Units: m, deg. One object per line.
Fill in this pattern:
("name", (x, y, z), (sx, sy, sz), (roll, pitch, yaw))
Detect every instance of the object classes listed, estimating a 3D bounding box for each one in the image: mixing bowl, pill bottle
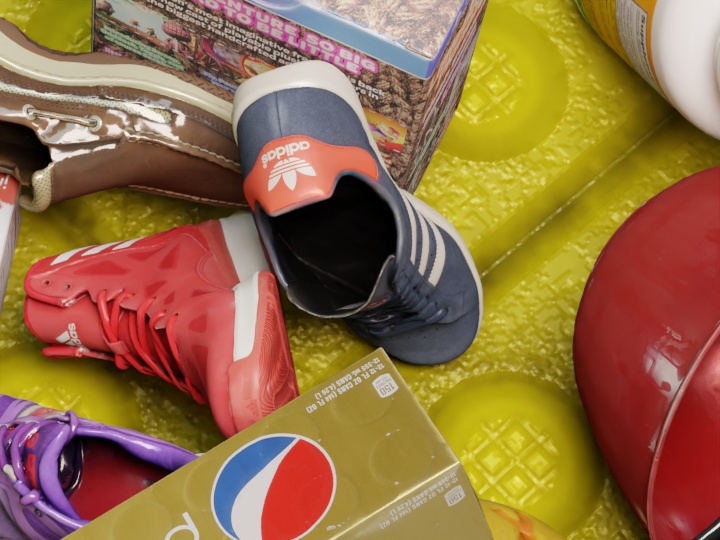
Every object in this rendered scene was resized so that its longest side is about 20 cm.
("mixing bowl", (0.169, 0.028, 1.203), (0.200, 0.200, 0.108), (-33, 49, -19))
("pill bottle", (0.176, -0.123, 1.243), (0.111, 0.111, 0.200), (-10, 25, -11))

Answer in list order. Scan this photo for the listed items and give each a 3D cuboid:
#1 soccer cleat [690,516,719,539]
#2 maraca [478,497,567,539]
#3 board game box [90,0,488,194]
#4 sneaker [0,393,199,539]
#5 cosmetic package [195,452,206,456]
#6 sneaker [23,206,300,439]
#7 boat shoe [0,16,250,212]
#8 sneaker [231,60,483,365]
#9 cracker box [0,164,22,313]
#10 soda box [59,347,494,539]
("soccer cleat", (0.202, 0.119, 1.175), (0.200, 0.081, 0.067), (-23, 41, -27))
("maraca", (0.038, 0.152, 1.135), (0.200, 0.107, 0.137), (32, 44, -35))
("board game box", (-0.031, -0.118, 1.223), (0.159, 0.200, 0.097), (25, 65, 5))
("sneaker", (-0.139, 0.078, 1.115), (0.199, 0.083, 0.081), (7, 67, 13))
("cosmetic package", (-0.040, 0.182, 1.150), (0.050, 0.083, 0.201), (-9, 66, -11))
("sneaker", (-0.089, 0.036, 1.180), (0.115, 0.200, 0.079), (-12, 107, 0))
("boat shoe", (-0.132, -0.056, 1.206), (0.202, 0.075, 0.075), (17, 63, -3))
("sneaker", (0.000, 0.000, 1.179), (0.075, 0.200, 0.085), (-22, 48, 16))
("cracker box", (-0.236, 0.039, 1.206), (0.134, 0.058, 0.201), (10, 64, -3))
("soda box", (-0.054, 0.118, 1.036), (0.200, 0.064, 0.068), (-31, 52, -5))
